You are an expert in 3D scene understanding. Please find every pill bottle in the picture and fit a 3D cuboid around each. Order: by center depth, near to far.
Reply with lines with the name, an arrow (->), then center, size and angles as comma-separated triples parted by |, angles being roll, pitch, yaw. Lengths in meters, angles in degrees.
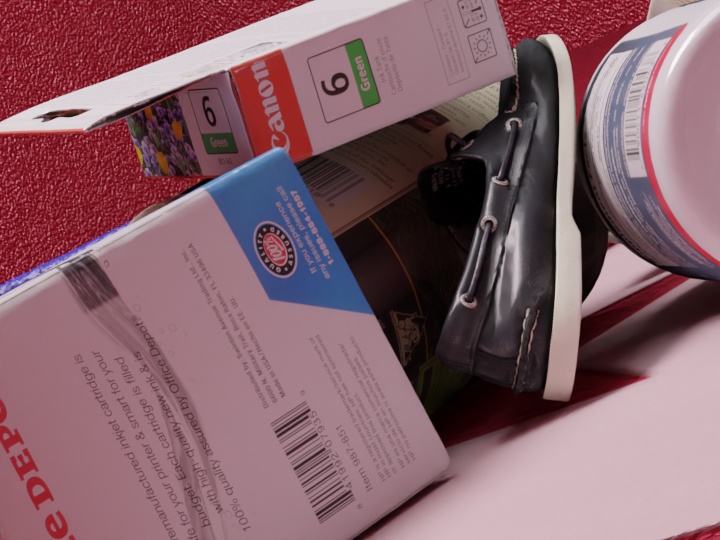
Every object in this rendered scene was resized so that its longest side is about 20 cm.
pill bottle -> 0.155, -0.055, 1.148 | 0.119, 0.120, 0.200 | -28, 5, -7

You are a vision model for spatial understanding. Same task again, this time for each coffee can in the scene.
coffee can -> 0.000, 0.000, 1.256 | 0.146, 0.147, 0.200 | -23, 7, 42

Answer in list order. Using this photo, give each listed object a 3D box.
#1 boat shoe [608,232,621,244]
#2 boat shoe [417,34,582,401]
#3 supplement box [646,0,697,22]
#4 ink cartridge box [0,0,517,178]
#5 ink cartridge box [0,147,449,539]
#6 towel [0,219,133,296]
boat shoe -> 0.193, -0.068, 1.343 | 0.199, 0.075, 0.062 | -25, 7, 10
boat shoe -> 0.056, -0.028, 1.167 | 0.066, 0.200, 0.075 | 3, -40, -1
supplement box -> 0.200, -0.133, 1.203 | 0.074, 0.126, 0.200 | -53, -12, -18
ink cartridge box -> -0.046, -0.071, 1.171 | 0.199, 0.051, 0.109 | -24, 13, -27
ink cartridge box -> -0.083, 0.063, 1.051 | 0.200, 0.146, 0.084 | -31, 6, -41
towel -> -0.113, 0.037, 1.475 | 0.147, 0.050, 0.200 | -30, -29, 6
